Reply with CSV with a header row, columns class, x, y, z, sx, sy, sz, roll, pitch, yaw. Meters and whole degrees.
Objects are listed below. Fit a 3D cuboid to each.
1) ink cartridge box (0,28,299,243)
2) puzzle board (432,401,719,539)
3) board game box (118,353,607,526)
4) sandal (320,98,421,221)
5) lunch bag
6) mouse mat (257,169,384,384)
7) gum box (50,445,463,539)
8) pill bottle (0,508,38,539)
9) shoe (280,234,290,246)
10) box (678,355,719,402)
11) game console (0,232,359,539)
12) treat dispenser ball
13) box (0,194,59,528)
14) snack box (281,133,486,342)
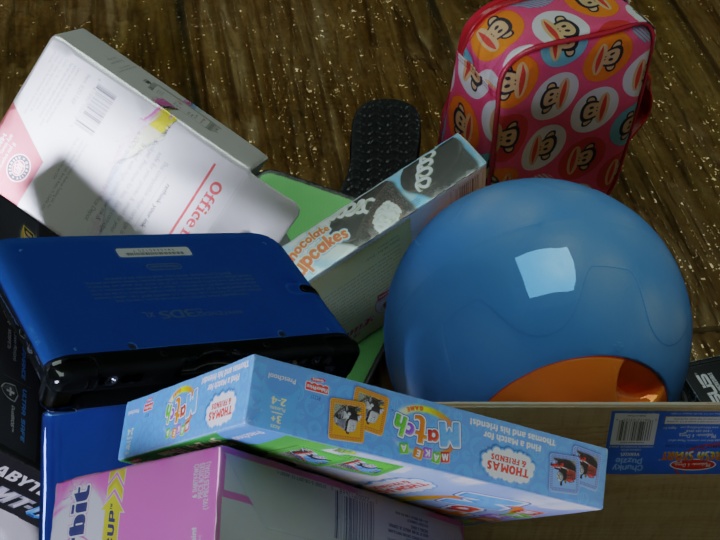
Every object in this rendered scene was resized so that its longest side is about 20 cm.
class,x,y,z,sx,sy,sz,roll,pitch,yaw
ink cartridge box,-0.146,-0.060,0.944,0.200,0.117,0.068,35,14,-2
puzzle board,0.125,0.142,0.833,0.199,0.151,0.017,0,28,-5
board game box,-0.001,0.092,0.694,0.199,0.151,0.037,16,69,-27
sandal,0.014,-0.053,1.096,0.075,0.048,0.201,9,51,8
lunch bag,0.154,-0.124,1.082,0.175,0.201,0.082,-14,47,-24
mouse mat,-0.048,0.020,1.014,0.160,0.008,0.200,20,60,16
gum box,-0.043,0.150,0.696,0.113,0.200,0.066,-17,61,36
pill bottle,-0.253,0.093,0.876,0.111,0.112,0.200,-2,43,-8
shoe,-0.141,-0.052,1.028,0.200,0.091,0.071,48,13,9
box,0.324,0.134,0.935,0.159,0.044,0.200,-9,45,-15
game console,-0.111,0.074,0.797,0.199,0.119,0.171,-2,40,-39
treat dispenser ball,0.114,0.040,0.900,0.200,0.201,0.201,3,43,-2
box,-0.176,0.073,0.853,0.050,0.198,0.201,-33,42,21
snack box,0.000,0.000,0.951,0.200,0.116,0.037,-34,61,-17
